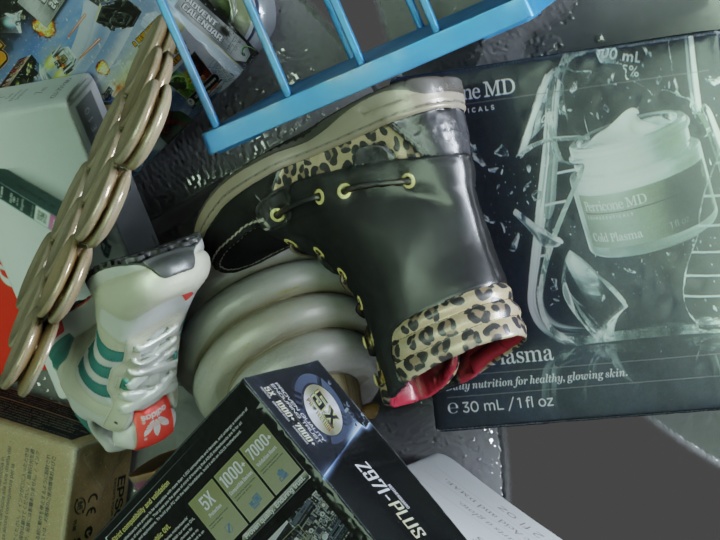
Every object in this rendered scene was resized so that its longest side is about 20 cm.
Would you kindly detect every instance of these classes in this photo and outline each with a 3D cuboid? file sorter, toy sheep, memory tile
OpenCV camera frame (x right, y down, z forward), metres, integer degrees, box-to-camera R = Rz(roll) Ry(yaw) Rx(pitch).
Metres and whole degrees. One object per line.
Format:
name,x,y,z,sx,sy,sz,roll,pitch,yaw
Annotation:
file sorter,0.000,-0.167,1.448,0.199,0.139,0.123,-21,98,20
toy sheep,-0.053,0.035,1.536,0.138,0.138,0.201,-43,59,25
memory tile,-0.150,-0.037,1.463,0.017,0.153,0.201,25,111,-13

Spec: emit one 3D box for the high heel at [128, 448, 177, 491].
high heel,-0.056,0.142,1.474,0.200,0.067,0.097,-12,109,61

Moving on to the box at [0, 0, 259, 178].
box,-0.172,-0.117,1.586,0.137,0.040,0.200,46,127,-6

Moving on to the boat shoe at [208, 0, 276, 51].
boat shoe,-0.136,-0.198,1.585,0.200,0.062,0.072,41,113,17

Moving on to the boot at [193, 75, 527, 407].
boot,0.000,0.000,1.404,0.200,0.073,0.151,-30,74,37

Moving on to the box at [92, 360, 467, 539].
box,-0.052,0.175,1.346,0.164,0.086,0.200,49,113,15

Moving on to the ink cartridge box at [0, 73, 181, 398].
ink cartridge box,-0.209,-0.014,1.613,0.173,0.044,0.201,-8,117,26

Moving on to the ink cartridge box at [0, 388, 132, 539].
ink cartridge box,-0.240,0.179,1.680,0.164,0.075,0.201,16,105,27

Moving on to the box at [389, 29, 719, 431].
box,0.139,-0.023,1.430,0.199,0.124,0.198,-7,91,28

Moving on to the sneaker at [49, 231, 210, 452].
sneaker,-0.120,0.047,1.474,0.094,0.070,0.200,67,152,8

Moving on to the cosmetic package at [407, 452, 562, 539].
cosmetic package,0.031,0.228,1.472,0.164,0.200,0.166,33,110,20
